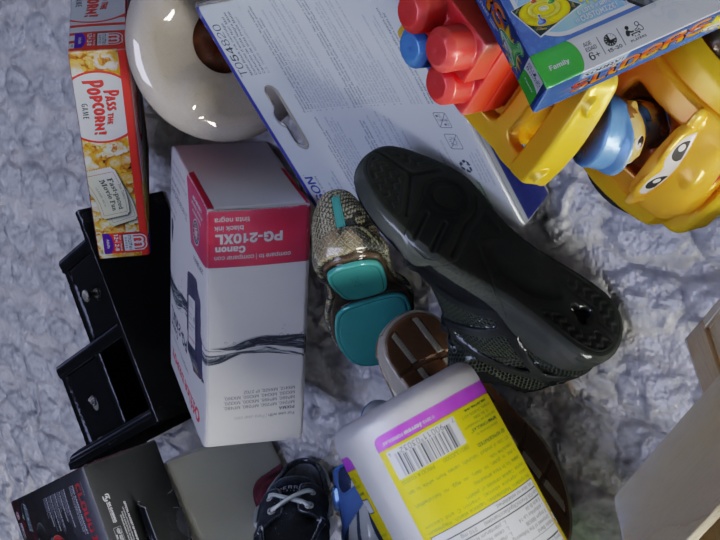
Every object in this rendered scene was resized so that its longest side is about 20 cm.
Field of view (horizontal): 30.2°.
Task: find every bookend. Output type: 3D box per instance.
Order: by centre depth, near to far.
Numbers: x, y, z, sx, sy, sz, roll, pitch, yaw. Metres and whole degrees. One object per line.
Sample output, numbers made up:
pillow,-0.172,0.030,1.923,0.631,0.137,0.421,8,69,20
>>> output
bookend,-0.230,0.060,1.252,0.198,0.092,0.202,-29,80,50

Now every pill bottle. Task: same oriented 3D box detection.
pill bottle,0.071,0.168,0.840,0.104,0.104,0.201,-35,81,49

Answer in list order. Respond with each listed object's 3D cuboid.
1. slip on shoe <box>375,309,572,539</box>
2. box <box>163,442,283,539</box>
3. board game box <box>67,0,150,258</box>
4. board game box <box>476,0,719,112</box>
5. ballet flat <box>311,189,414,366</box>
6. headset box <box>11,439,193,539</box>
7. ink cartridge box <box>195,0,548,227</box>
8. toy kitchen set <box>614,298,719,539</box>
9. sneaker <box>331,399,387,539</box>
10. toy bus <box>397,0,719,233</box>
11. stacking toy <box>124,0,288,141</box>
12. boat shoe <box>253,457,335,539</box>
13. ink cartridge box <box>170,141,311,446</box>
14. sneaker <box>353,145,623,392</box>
slip on shoe,0.076,0.120,0.933,0.201,0.076,0.061,53,163,5
box,-0.111,0.258,1.173,0.128,0.108,0.202,-38,74,50
board game box,-0.205,-0.136,1.096,0.152,0.046,0.201,-101,9,-47
board game box,0.143,-0.179,0.655,0.136,0.198,0.034,63,170,10
ballet flat,0.000,0.000,0.950,0.200,0.067,0.076,73,-176,-65
headset box,-0.211,0.238,1.137,0.199,0.075,0.150,-28,82,52
ink cartridge box,0.006,-0.117,0.890,0.199,0.041,0.201,4,134,47
toy kitchen set,0.259,0.132,0.715,0.164,0.179,0.201,-57,21,33
sneaker,0.018,0.189,1.032,0.082,0.073,0.202,40,126,40
toy bus,0.112,-0.110,0.716,0.201,0.191,0.136,53,135,19
stacking toy,-0.133,-0.171,1.055,0.200,0.145,0.148,5,108,67
boat shoe,-0.052,0.197,1.048,0.071,0.200,0.069,-4,98,7
ink cartridge box,-0.099,0.017,1.054,0.145,0.083,0.202,-127,36,-60
sneaker,0.064,0.009,0.869,0.199,0.076,0.114,37,143,-4
